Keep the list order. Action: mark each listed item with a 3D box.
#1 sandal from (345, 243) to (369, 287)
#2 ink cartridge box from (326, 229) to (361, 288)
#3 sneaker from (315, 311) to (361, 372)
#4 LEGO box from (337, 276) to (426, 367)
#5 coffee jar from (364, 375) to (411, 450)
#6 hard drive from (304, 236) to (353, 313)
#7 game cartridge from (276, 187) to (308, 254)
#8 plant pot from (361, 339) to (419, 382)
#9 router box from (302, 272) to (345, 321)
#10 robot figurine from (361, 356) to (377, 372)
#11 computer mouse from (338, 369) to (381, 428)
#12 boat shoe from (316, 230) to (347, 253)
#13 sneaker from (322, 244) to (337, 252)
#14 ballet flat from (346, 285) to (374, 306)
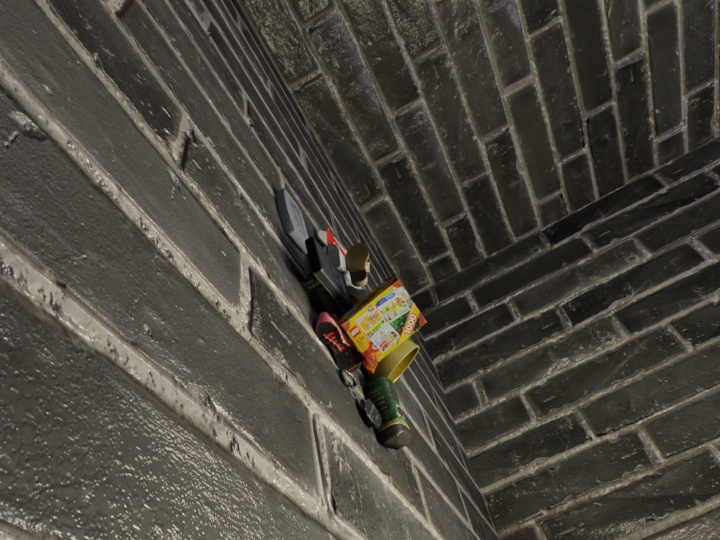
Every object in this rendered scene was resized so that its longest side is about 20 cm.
[{"bbox_3d":[-0.006,0.001,1.651,0.214,0.076,0.071,-92,175,-55],"label":"sandal"},{"bbox_3d":[-0.052,-0.028,1.716,0.161,0.046,0.203,54,21,-42],"label":"ink cartridge box"},{"bbox_3d":[-0.056,0.193,1.449,0.202,0.073,0.087,59,8,-27],"label":"sneaker"},{"bbox_3d":[0.059,0.140,1.450,0.150,0.199,0.077,53,-7,-11],"label":"LEGO box"},{"bbox_3d":[0.080,0.423,1.553,0.104,0.084,0.202,46,18,-47],"label":"coffee jar"},{"bbox_3d":[-0.089,0.013,1.496,0.201,0.032,0.141,55,12,-45],"label":"hard drive"},{"bbox_3d":[-0.215,-0.162,1.656,0.134,0.040,0.202,59,9,-50],"label":"game cartridge"},{"bbox_3d":[0.079,0.281,1.730,0.141,0.201,0.200,40,1,19],"label":"plant pot"},{"bbox_3d":[-0.099,0.068,1.590,0.152,0.061,0.200,61,9,-8],"label":"router box"},{"bbox_3d":[0.005,0.224,1.589,0.143,0.059,0.201,26,21,-9],"label":"robot figurine"},{"bbox_3d":[-0.006,0.356,1.444,0.202,0.034,0.059,58,26,-10],"label":"computer mouse"},{"bbox_3d":[-0.097,-0.065,1.967,0.199,0.069,0.072,40,36,2],"label":"boat shoe"},{"bbox_3d":[-0.072,-0.003,1.892,0.203,0.084,0.077,62,8,-17],"label":"sneaker"},{"bbox_3d":[-0.013,0.086,1.566,0.073,0.071,0.199,60,-21,-16],"label":"ballet flat"}]
